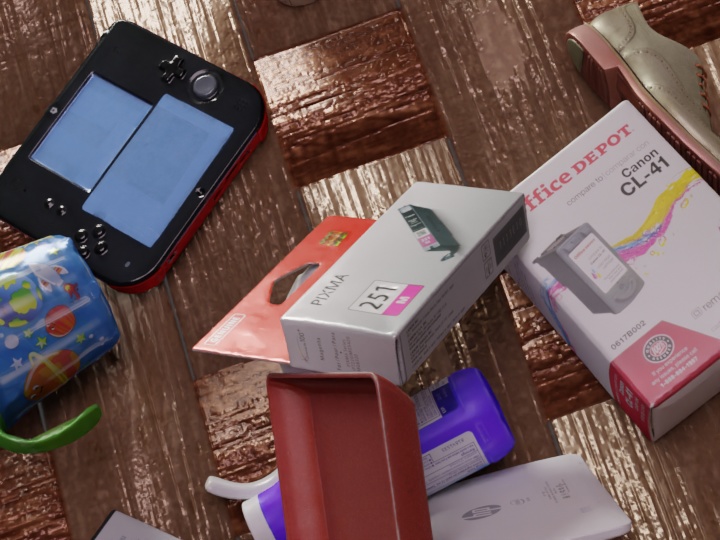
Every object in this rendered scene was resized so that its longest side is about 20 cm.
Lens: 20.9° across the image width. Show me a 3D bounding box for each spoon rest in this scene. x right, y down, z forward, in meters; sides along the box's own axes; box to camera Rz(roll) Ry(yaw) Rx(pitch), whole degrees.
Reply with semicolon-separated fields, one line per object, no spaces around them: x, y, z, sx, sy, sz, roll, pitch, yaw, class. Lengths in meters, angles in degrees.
-0.049;0.082;1.447;0.060;0.099;0.201;25;88;-4;spoon rest

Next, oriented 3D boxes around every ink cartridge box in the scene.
0.205;0.000;1.426;0.147;0.086;0.200;-38;67;-5;ink cartridge box
0.000;0.000;1.364;0.173;0.044;0.200;8;34;30;ink cartridge box

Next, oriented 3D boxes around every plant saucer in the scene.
-0.001;0.164;1.288;0.036;0.200;0.201;-8;90;-22;plant saucer

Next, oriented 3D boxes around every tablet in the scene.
0.104;0.164;1.322;0.129;0.200;0.014;-15;98;-2;tablet

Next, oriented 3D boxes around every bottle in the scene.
0.012;0.143;1.403;0.199;0.084;0.066;-28;103;2;bottle

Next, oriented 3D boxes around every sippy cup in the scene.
-0.259;0.041;1.480;0.130;0.140;0.179;-29;104;-14;sippy cup

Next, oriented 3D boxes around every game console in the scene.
-0.187;-0.093;1.570;0.176;0.031;0.200;30;75;20;game console

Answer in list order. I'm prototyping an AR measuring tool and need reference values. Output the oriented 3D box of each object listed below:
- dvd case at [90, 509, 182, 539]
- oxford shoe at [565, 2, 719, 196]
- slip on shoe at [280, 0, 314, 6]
-0.130;0.263;1.391;0.199;0.018;0.143;21;51;18;dvd case
0.241;-0.131;1.482;0.074;0.071;0.200;-34;66;-9;oxford shoe
-0.003;-0.303;1.605;0.200;0.061;0.076;-40;66;-7;slip on shoe
